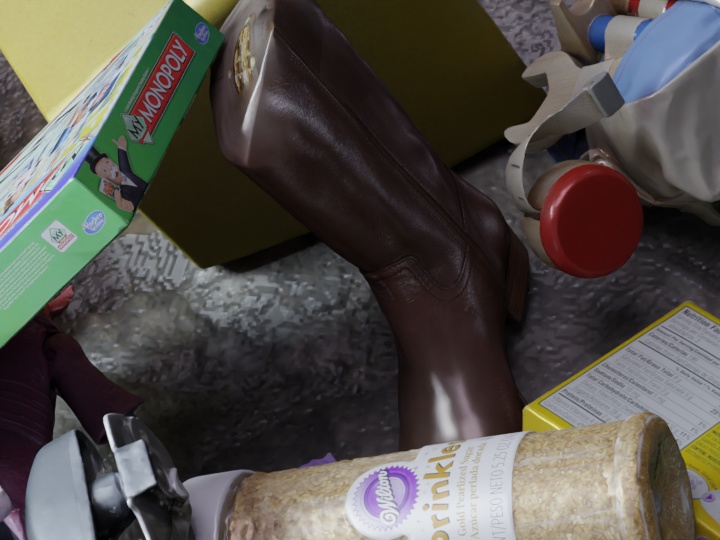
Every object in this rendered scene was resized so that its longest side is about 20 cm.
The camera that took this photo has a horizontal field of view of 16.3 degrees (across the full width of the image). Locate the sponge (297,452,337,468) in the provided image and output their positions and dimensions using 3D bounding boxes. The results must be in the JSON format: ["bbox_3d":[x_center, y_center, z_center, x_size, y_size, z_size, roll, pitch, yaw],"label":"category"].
[{"bbox_3d":[-0.070,0.169,1.022,0.199,0.030,0.112,-32,50,-4],"label":"sponge"}]

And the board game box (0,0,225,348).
[{"bbox_3d":[-0.139,-0.008,0.989,0.200,0.029,0.135,-41,17,33],"label":"board game box"}]

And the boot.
[{"bbox_3d":[0.000,0.000,1.005,0.064,0.200,0.187,-19,46,24],"label":"boot"}]

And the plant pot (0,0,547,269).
[{"bbox_3d":[-0.063,-0.123,1.138,0.176,0.200,0.200,-40,51,3],"label":"plant pot"}]

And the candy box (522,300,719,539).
[{"bbox_3d":[0.168,0.086,0.977,0.102,0.027,0.200,-27,45,-34],"label":"candy box"}]

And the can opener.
[{"bbox_3d":[-0.072,0.143,0.912,0.067,0.053,0.201,-25,58,11],"label":"can opener"}]

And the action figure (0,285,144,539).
[{"bbox_3d":[-0.164,0.071,1.050,0.133,0.149,0.201,-7,51,16],"label":"action figure"}]

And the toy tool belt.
[{"bbox_3d":[0.129,-0.072,1.086,0.200,0.125,0.123,-40,21,-15],"label":"toy tool belt"}]

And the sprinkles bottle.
[{"bbox_3d":[0.025,0.100,0.958,0.199,0.068,0.069,-10,52,23],"label":"sprinkles bottle"}]
